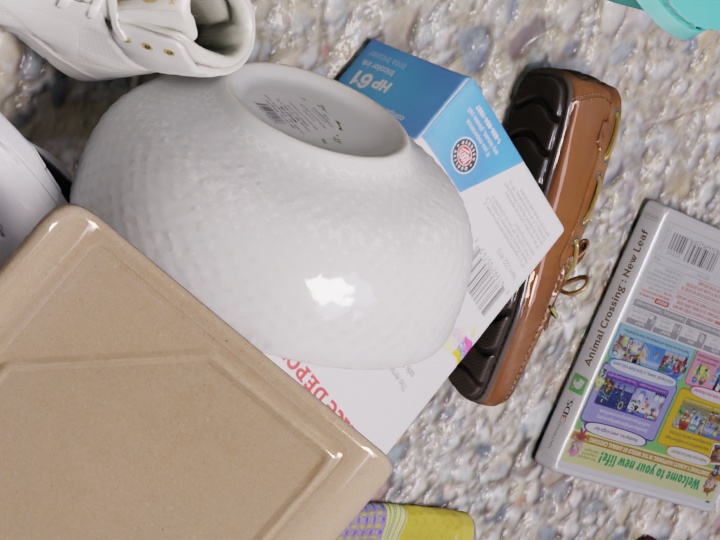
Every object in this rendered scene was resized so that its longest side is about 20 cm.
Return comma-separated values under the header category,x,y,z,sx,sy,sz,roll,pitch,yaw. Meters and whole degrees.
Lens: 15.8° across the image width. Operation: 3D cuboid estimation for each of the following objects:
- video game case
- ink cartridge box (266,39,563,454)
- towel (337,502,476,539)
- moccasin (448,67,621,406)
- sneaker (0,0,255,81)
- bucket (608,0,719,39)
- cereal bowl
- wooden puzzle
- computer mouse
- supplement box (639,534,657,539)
category,x,y,z,sx,sy,sz,roll,pitch,yaw
video game case,0.210,0.061,1.706,0.200,0.022,0.183,19,96,-50
ink cartridge box,0.000,0.000,1.404,0.200,0.085,0.145,-51,138,-15
towel,-0.012,0.206,1.549,0.200,0.023,0.144,11,103,-49
moccasin,0.103,-0.017,1.520,0.078,0.074,0.202,15,90,-41
sneaker,-0.129,-0.139,1.160,0.200,0.115,0.074,24,73,-52
bucket,0.166,-0.232,1.415,0.207,0.135,0.208,-24,126,-37
cereal bowl,-0.033,-0.040,1.228,0.200,0.200,0.084,-4,126,-45
wooden puzzle,-0.115,0.095,1.156,0.200,0.037,0.185,40,96,-16
computer mouse,-0.182,-0.044,1.190,0.109,0.044,0.200,-35,144,6
supplement box,0.161,0.260,1.693,0.200,0.109,0.061,-27,129,-33
